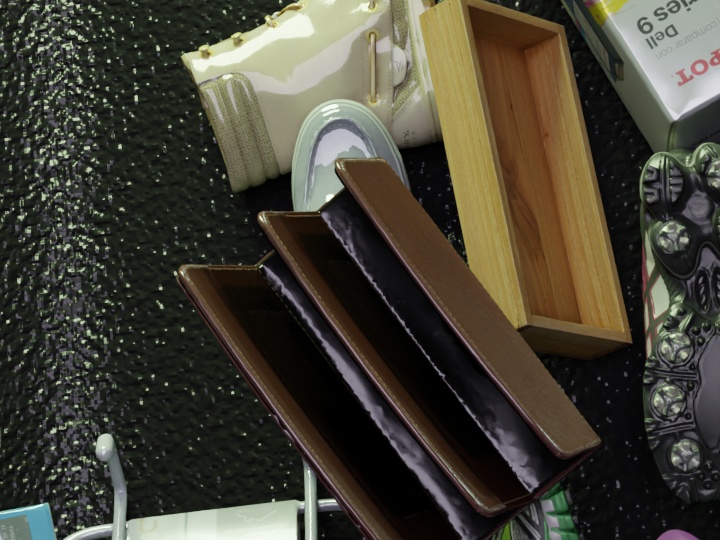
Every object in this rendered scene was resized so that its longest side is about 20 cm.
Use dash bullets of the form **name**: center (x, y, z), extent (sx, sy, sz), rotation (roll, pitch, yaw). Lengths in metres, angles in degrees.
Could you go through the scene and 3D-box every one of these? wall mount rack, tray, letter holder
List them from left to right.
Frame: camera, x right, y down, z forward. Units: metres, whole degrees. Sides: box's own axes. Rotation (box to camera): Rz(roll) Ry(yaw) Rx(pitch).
- **wall mount rack**: center (-0.086, 0.155, 1.425), extent (0.199, 0.075, 0.174), rotation (-7, 38, 4)
- **letter holder**: center (0.013, 0.048, 1.356), extent (0.100, 0.142, 0.200), rotation (-40, 78, 15)
- **tray**: center (0.093, -0.052, 1.488), extent (0.037, 0.098, 0.201), rotation (-24, 67, 37)

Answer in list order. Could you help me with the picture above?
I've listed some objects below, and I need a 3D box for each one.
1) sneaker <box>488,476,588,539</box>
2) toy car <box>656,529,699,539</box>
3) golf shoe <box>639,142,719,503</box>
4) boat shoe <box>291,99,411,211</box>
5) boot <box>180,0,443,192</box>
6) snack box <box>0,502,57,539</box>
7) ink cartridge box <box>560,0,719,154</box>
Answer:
- **sneaker**: center (0.087, 0.164, 1.431), extent (0.085, 0.078, 0.201), rotation (-14, 71, 5)
- **toy car**: center (0.205, 0.200, 1.353), extent (0.150, 0.175, 0.200), rotation (35, 80, 12)
- **golf shoe**: center (0.194, 0.031, 1.462), extent (0.077, 0.088, 0.201), rotation (0, 82, 1)
- **boat shoe**: center (-0.001, 0.001, 1.474), extent (0.070, 0.072, 0.202), rotation (-6, 87, 1)
- **boot**: center (-0.035, -0.156, 1.547), extent (0.154, 0.073, 0.201), rotation (-15, 81, 1)
- **snack box**: center (-0.176, 0.209, 1.382), extent (0.037, 0.200, 0.117), rotation (-11, 70, -14)
- **ink cartridge box**: center (0.192, -0.184, 1.524), extent (0.145, 0.088, 0.201), rotation (-28, 74, -4)
